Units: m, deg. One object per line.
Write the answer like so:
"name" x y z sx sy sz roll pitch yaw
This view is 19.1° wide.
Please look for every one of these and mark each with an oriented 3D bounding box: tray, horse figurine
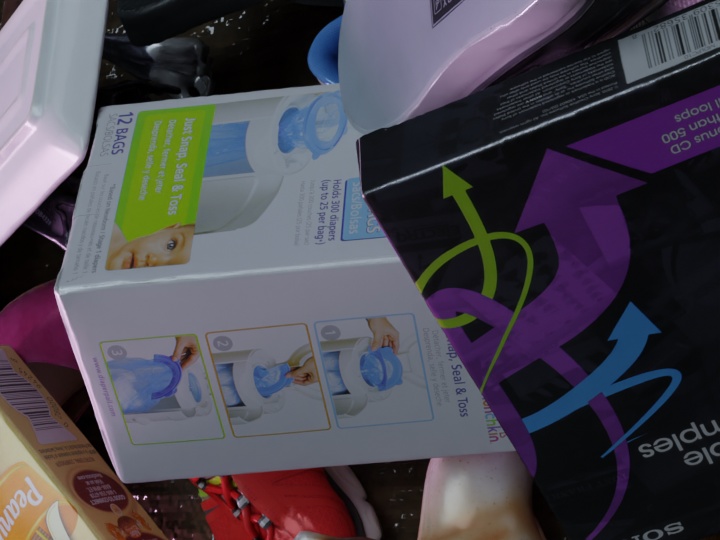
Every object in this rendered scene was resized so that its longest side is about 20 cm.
"tray" -0.153 -0.064 0.914 0.200 0.022 0.108 -35 47 57
"horse figurine" 0.029 0.080 0.846 0.132 0.050 0.201 -1 58 11

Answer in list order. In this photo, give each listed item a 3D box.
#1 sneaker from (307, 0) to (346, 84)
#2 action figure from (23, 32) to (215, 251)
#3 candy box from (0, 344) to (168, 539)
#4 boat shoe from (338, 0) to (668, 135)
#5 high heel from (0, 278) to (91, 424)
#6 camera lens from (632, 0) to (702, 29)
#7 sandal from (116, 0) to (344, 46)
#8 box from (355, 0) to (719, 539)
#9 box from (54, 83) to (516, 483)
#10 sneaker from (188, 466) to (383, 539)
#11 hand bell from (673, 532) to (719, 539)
"sneaker" 0.040 -0.112 0.842 0.200 0.082 0.074 127 154 -56
"action figure" -0.127 -0.060 1.005 0.200 0.101 0.120 -139 64 -68
"candy box" -0.143 0.143 0.934 0.115 0.055 0.200 -47 72 17
"boat shoe" 0.052 -0.090 0.717 0.200 0.066 0.070 147 122 -64
"high heel" -0.159 0.081 0.994 0.200 0.067 0.096 -36 46 30
"camera lens" 0.155 -0.148 0.712 0.159 0.201 0.160 -11 37 9
"sandal" -0.012 -0.141 0.961 0.199 0.048 0.075 -21 25 14
"box" 0.104 0.011 0.713 0.142 0.200 0.036 -21 39 15
"box" 0.000 0.000 0.808 0.199 0.102 0.113 -5 41 9
"sneaker" -0.055 0.084 0.904 0.077 0.085 0.201 -38 55 23
"hand bell" 0.108 0.159 0.763 0.104 0.104 0.201 -8 59 36
